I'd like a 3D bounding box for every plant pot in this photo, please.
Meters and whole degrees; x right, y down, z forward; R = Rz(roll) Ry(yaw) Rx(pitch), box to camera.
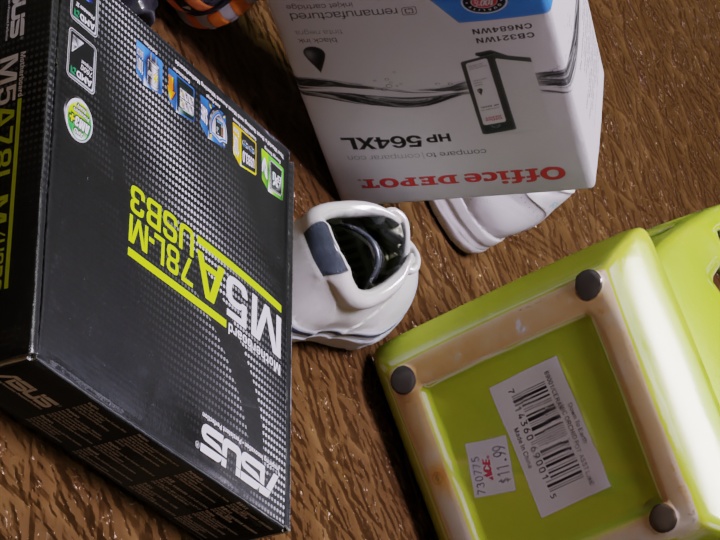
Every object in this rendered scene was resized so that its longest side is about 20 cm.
[{"bbox_3d":[0.133,0.085,1.563,0.181,0.198,0.201,-2,69,-61],"label":"plant pot"}]

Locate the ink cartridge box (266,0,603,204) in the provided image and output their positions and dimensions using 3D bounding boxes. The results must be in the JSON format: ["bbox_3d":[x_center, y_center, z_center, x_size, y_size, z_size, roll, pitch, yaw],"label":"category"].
[{"bbox_3d":[0.041,-0.125,1.540,0.200,0.145,0.085,68,22,-53],"label":"ink cartridge box"}]

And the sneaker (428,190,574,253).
[{"bbox_3d":[0.054,-0.107,1.719,0.200,0.088,0.075,55,25,-27],"label":"sneaker"}]

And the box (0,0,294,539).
[{"bbox_3d":[-0.095,-0.006,1.269,0.200,0.047,0.194,41,40,-49],"label":"box"}]

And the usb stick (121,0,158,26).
[{"bbox_3d":[-0.144,-0.209,1.423,0.055,0.032,0.201,95,-26,-82],"label":"usb stick"}]

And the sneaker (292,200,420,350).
[{"bbox_3d":[0.000,0.000,1.496,0.073,0.071,0.200,66,21,1],"label":"sneaker"}]

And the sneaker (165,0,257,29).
[{"bbox_3d":[-0.095,-0.229,1.505,0.112,0.077,0.201,44,30,-47],"label":"sneaker"}]
